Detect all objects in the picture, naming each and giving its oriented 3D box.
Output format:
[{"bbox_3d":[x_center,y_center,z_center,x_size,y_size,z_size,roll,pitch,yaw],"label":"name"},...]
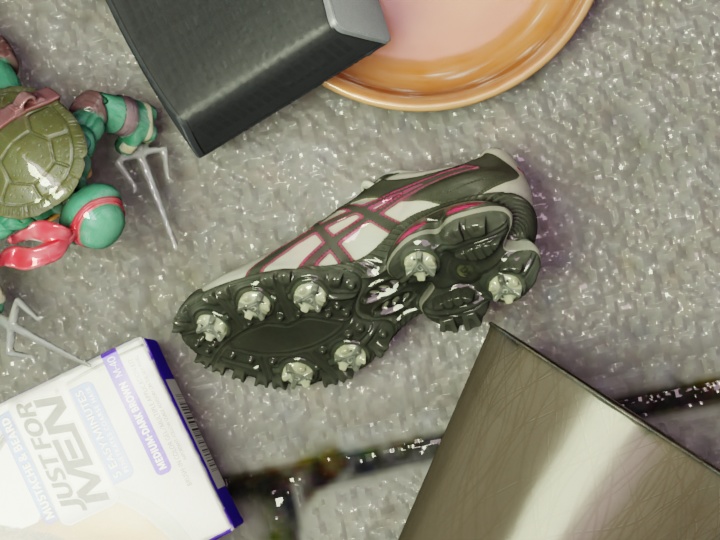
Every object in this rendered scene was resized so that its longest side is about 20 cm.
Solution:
[{"bbox_3d":[-0.079,-0.174,1.276,0.135,0.042,0.200,-30,73,18],"label":"hard drive"},{"bbox_3d":[-0.174,0.125,1.276,0.200,0.065,0.109,-26,86,1],"label":"hair color box"},{"bbox_3d":[0.087,0.158,1.243,0.180,0.136,0.200,32,91,7],"label":"basket"},{"bbox_3d":[-0.168,-0.054,1.266,0.150,0.101,0.200,-39,64,-19],"label":"turtle figurine"},{"bbox_3d":[0.031,-0.181,1.311,0.200,0.037,0.201,0,86,1],"label":"plant saucer"},{"bbox_3d":[0.000,0.000,1.289,0.200,0.088,0.077,-17,127,18],"label":"golf shoe"}]
